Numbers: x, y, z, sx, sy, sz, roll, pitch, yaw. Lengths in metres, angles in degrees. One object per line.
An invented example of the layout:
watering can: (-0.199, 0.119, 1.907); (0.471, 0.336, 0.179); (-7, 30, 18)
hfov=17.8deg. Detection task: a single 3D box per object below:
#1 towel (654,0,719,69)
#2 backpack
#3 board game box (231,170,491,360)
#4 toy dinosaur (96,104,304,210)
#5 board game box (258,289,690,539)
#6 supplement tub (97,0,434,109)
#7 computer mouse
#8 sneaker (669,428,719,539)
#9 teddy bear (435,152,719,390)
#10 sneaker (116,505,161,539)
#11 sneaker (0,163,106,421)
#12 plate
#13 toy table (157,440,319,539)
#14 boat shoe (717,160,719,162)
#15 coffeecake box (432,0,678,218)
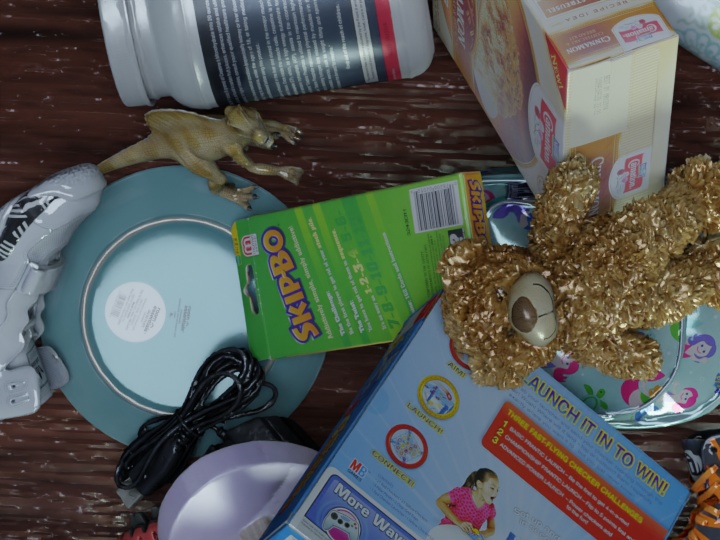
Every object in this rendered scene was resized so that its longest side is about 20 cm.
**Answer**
towel: (0.231, -0.250, 1.480); (0.171, 0.048, 0.200); (34, 98, -1)
backpack: (0.150, 0.019, 1.475); (0.199, 0.151, 0.178); (1, 97, -4)
board game box: (0.000, 0.000, 1.456); (0.200, 0.030, 0.096); (-10, 88, 38)
toy dinosaur: (-0.102, -0.082, 1.482); (0.101, 0.200, 0.058); (22, 68, -36)
board game box: (0.068, 0.147, 1.340); (0.200, 0.056, 0.196); (40, 53, -5)
supplement tub: (-0.059, -0.178, 1.448); (0.199, 0.140, 0.141); (-8, 98, 2)
computer mouse: (-0.057, 0.158, 1.525); (0.200, 0.053, 0.139); (40, 112, -11)
sneaker: (0.224, 0.171, 1.533); (0.200, 0.078, 0.112); (-30, 93, -6)
teddy bear: (0.146, 0.003, 1.341); (0.200, 0.067, 0.145); (-2, 117, -24)
sneaker: (-0.135, 0.210, 1.499); (0.200, 0.071, 0.098); (-32, 74, 37)
sneaker: (-0.219, 0.022, 1.506); (0.200, 0.075, 0.115); (-38, 94, 18)
plate: (-0.119, 0.030, 1.538); (0.200, 0.026, 0.201); (0, 99, 1)
toy table: (-0.034, 0.199, 1.404); (0.184, 0.117, 0.200); (-42, 139, 12)
boat shoe: (0.295, 0.009, 1.506); (0.200, 0.071, 0.070); (42, 94, -11)
coffeecake box: (0.113, -0.145, 1.391); (0.073, 0.154, 0.200); (-19, 53, -12)
